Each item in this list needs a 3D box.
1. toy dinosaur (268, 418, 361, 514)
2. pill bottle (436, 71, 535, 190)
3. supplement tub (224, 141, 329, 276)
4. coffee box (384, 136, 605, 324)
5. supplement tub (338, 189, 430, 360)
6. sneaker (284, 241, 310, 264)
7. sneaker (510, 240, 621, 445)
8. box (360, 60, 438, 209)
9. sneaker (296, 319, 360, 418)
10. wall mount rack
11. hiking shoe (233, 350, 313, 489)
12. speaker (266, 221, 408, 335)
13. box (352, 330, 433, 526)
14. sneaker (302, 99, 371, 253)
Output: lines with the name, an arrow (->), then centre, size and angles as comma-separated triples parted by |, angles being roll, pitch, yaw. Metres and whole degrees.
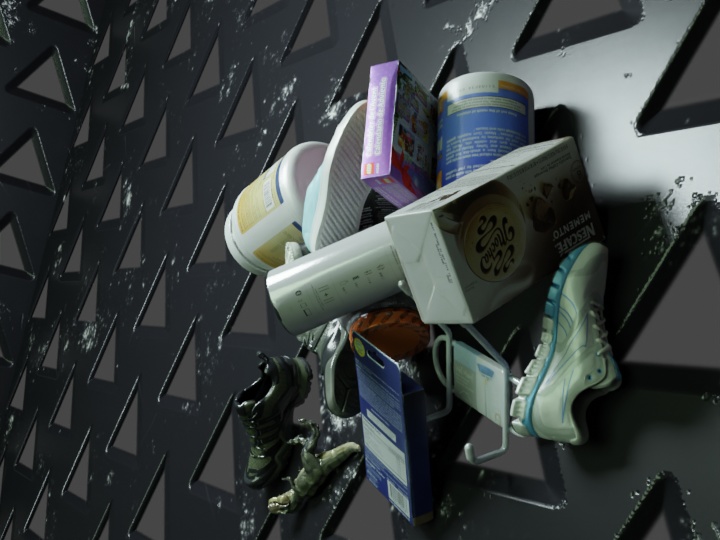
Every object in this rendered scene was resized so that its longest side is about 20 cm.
toy dinosaur -> -0.064, 0.250, 1.332 | 0.200, 0.047, 0.089 | -47, 54, 36
pill bottle -> 0.138, -0.106, 1.105 | 0.112, 0.111, 0.201 | -25, 55, 51
supplement tub -> -0.097, -0.082, 1.442 | 0.200, 0.144, 0.145 | -31, 51, 48
coffee box -> 0.135, -0.041, 0.974 | 0.080, 0.199, 0.114 | -4, 110, 55
supplement tub -> 0.026, 0.002, 1.226 | 0.122, 0.122, 0.201 | -41, 44, 42
sneaker -> -0.053, 0.015, 1.397 | 0.200, 0.099, 0.070 | 103, 152, -67
sneaker -> 0.216, 0.073, 0.956 | 0.086, 0.075, 0.201 | 15, 89, 40
box -> 0.069, -0.131, 1.149 | 0.039, 0.200, 0.138 | -6, 68, 30
sneaker -> -0.031, 0.112, 1.317 | 0.114, 0.076, 0.201 | -40, 41, 45
wall mount rack -> 0.103, 0.101, 1.062 | 0.200, 0.074, 0.175 | 28, 127, 59
hiking shoe -> -0.144, 0.211, 1.423 | 0.076, 0.100, 0.201 | 21, 94, 59
speaker -> 0.000, 0.000, 1.114 | 0.199, 0.081, 0.082 | -24, 50, 12
box -> 0.036, 0.173, 1.134 | 0.121, 0.032, 0.201 | 34, 135, 58
sneaker -> -0.029, -0.110, 1.170 | 0.082, 0.074, 0.201 | 42, 116, 51
